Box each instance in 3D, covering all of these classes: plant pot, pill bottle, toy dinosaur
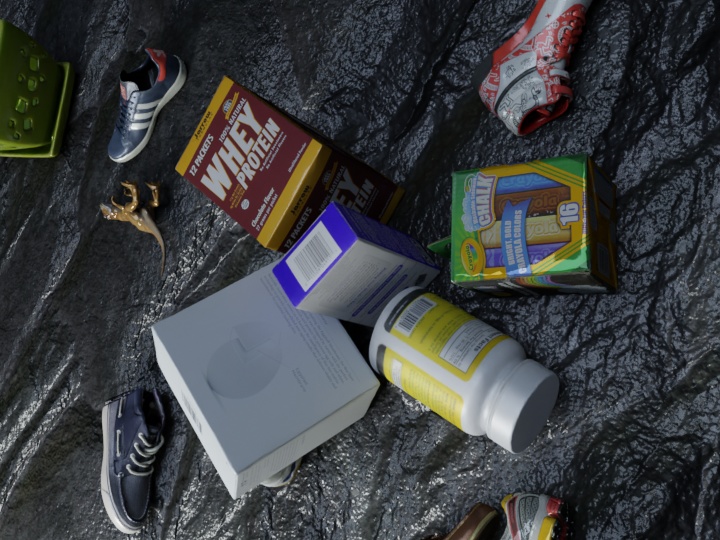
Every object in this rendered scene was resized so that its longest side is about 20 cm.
[{"bbox_3d":[-0.624,-0.302,1.443,0.195,0.180,0.205,5,82,32],"label":"plant pot"},{"bbox_3d":[0.114,0.110,0.923,0.198,0.114,0.116,31,97,33],"label":"pill bottle"},{"bbox_3d":[-0.340,-0.083,1.301,0.198,0.060,0.109,30,121,39],"label":"toy dinosaur"}]

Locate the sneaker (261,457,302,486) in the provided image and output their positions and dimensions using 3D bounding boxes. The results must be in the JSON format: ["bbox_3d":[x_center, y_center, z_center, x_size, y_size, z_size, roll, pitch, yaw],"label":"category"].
[{"bbox_3d":[-0.108,0.176,1.067,0.074,0.088,0.205,-1,76,34],"label":"sneaker"}]

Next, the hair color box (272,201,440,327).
[{"bbox_3d":[0.000,0.000,0.967,0.109,0.199,0.065,-46,59,16],"label":"hair color box"}]

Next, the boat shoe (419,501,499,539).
[{"bbox_3d":[0.078,0.333,0.925,0.068,0.071,0.202,43,106,29],"label":"boat shoe"}]

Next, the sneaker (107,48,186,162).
[{"bbox_3d":[-0.367,-0.271,1.329,0.075,0.084,0.202,41,103,31],"label":"sneaker"}]

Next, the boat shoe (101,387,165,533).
[{"bbox_3d":[-0.324,0.268,1.194,0.092,0.074,0.204,-28,65,33],"label":"boat shoe"}]

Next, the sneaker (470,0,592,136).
[{"bbox_3d":[0.228,-0.251,0.953,0.201,0.067,0.109,-45,61,21],"label":"sneaker"}]

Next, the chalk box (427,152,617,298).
[{"bbox_3d":[0.172,-0.041,0.910,0.196,0.124,0.127,-3,78,31],"label":"chalk box"}]

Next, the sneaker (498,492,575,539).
[{"bbox_3d":[0.166,0.336,0.874,0.081,0.077,0.205,9,76,37],"label":"sneaker"}]

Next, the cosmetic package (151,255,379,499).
[{"bbox_3d":[-0.116,0.123,0.991,0.197,0.124,0.201,-28,71,-21],"label":"cosmetic package"}]

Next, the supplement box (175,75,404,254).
[{"bbox_3d":[-0.087,-0.115,1.047,0.196,0.199,0.134,38,100,32],"label":"supplement box"}]
